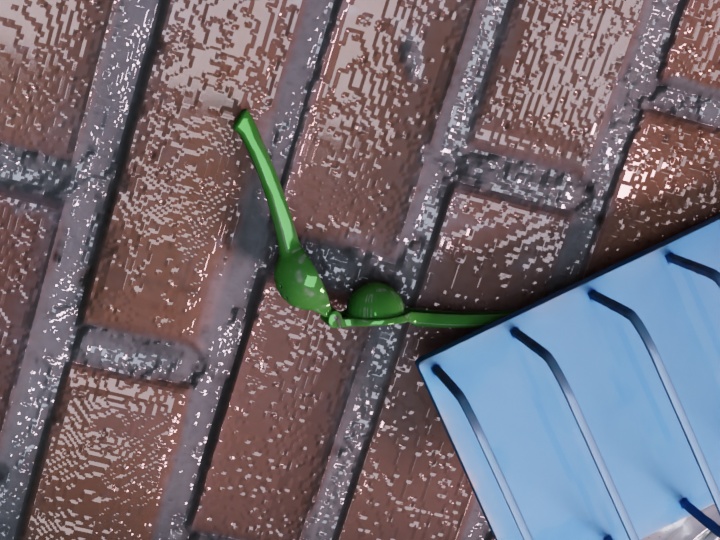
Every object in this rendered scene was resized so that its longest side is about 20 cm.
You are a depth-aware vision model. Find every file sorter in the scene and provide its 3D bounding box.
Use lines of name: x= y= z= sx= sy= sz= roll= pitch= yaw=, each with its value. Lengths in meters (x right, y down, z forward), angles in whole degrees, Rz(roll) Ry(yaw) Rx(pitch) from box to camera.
file sorter: x=0.153 y=0.074 z=1.101 sx=0.199 sy=0.123 sz=0.139 roll=-25 pitch=98 yaw=-3

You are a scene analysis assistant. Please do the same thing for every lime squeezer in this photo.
lime squeezer: x=0.000 y=0.000 z=1.137 sx=0.200 sy=0.038 sz=0.071 roll=33 pitch=73 yaw=-16

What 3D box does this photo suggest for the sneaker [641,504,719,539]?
sneaker: x=0.211 y=0.172 z=1.198 sx=0.076 sy=0.081 sz=0.200 roll=-43 pitch=107 yaw=14
